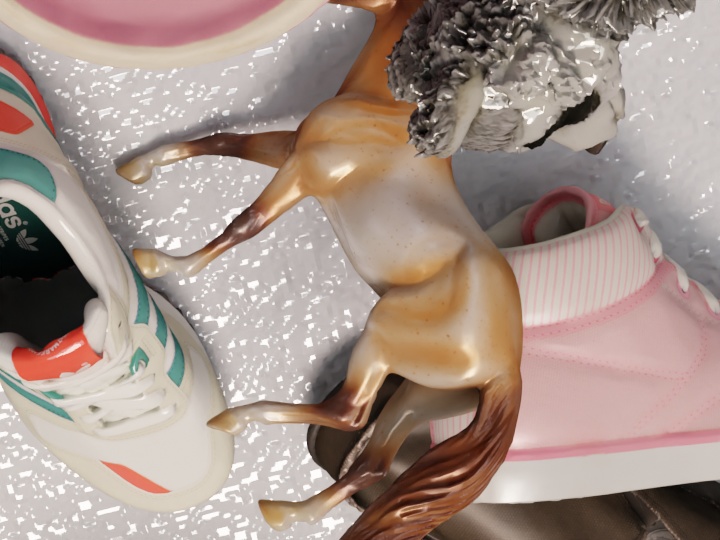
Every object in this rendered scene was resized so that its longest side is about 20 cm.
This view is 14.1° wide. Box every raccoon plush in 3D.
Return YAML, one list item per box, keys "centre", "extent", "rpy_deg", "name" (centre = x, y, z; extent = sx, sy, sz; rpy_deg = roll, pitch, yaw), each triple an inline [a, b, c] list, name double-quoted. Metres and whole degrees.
- centre: [0.042, -0.130, 0.882]
  extent: [0.133, 0.097, 0.201]
  rpy_deg: [-26, 95, 8]
  name: "raccoon plush"

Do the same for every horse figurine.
- centre: [0.000, 0.000, 0.949]
  extent: [0.132, 0.201, 0.050]
  rpy_deg: [-27, 162, 10]
  name: "horse figurine"

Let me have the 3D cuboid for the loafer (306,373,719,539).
- centre: [0.073, 0.089, 1.060]
  extent: [0.199, 0.071, 0.073]
  rpy_deg: [22, 116, -23]
  name: "loafer"

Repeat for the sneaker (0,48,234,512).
- centre: [-0.100, 0.024, 0.972]
  extent: [0.070, 0.094, 0.200]
  rpy_deg: [-24, 124, 5]
  name: "sneaker"

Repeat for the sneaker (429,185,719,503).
- centre: [0.109, 0.021, 1.020]
  extent: [0.199, 0.075, 0.105]
  rpy_deg: [-4, 90, -34]
  name: "sneaker"

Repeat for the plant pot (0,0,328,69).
- centre: [-0.064, -0.154, 0.811]
  extent: [0.199, 0.179, 0.201]
  rpy_deg: [-5, 124, -8]
  name: "plant pot"
